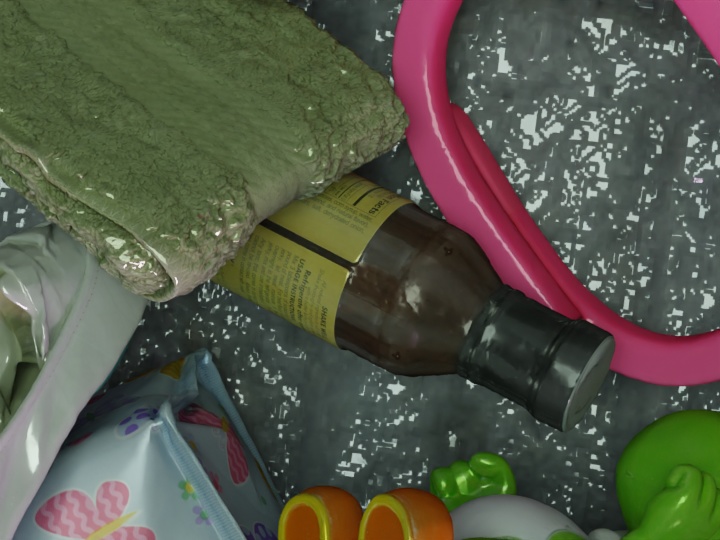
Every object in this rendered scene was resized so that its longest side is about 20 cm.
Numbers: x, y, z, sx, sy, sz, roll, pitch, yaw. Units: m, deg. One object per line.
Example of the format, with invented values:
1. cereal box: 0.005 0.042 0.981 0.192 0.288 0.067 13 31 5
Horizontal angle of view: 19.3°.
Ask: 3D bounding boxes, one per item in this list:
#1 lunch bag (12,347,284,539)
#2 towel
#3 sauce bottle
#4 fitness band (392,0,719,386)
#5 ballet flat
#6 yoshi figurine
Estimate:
1. lunch bag: -0.090 0.159 0.805 0.169 0.127 0.200 -25 99 8
2. towel: -0.093 -0.078 0.793 0.200 0.037 0.148 37 52 22
3. sauce bottle: 0.000 0.000 0.803 0.200 0.065 0.065 29 94 19
4. fitness band: 0.096 -0.049 0.794 0.144 0.037 0.200 -36 85 30
5. ballet flat: -0.129 0.037 0.738 0.069 0.070 0.200 20 59 7
6. yoshi figurine: 0.077 0.092 0.770 0.112 0.200 0.113 -59 39 35
